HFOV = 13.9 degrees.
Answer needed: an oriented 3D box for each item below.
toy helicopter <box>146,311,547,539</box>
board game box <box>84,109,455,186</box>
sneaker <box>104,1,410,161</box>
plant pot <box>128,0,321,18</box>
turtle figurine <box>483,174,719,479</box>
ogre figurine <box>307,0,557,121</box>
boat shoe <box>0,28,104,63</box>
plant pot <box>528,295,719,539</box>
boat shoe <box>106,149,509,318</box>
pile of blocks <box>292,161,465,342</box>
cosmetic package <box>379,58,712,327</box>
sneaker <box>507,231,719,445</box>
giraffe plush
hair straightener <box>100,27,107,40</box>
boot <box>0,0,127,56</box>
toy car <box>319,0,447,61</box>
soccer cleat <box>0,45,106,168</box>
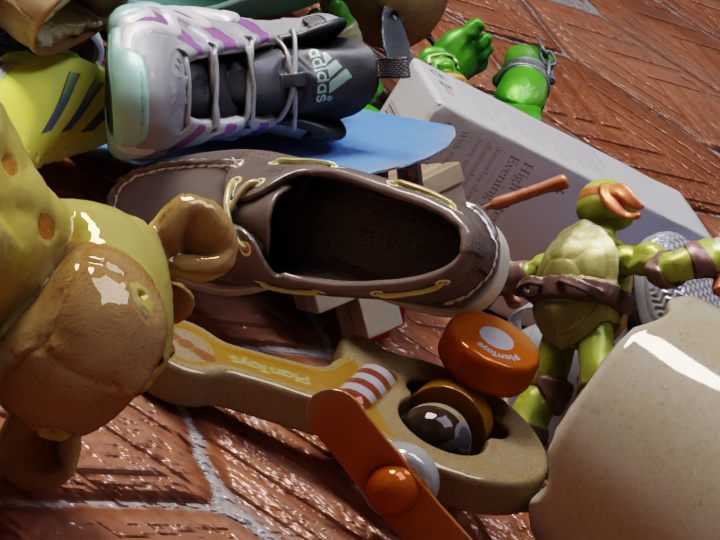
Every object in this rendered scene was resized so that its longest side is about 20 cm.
[{"bbox_3d":[-0.010,0.068,1.313,0.200,0.079,0.132,16,29,-16],"label":"toy helicopter"},{"bbox_3d":[-0.052,-0.051,1.525,0.200,0.039,0.158,13,22,41],"label":"board game box"},{"bbox_3d":[-0.046,-0.097,1.455,0.140,0.078,0.200,2,13,8],"label":"sneaker"},{"bbox_3d":[-0.065,-0.243,1.781,0.200,0.201,0.161,39,13,22],"label":"plant pot"},{"bbox_3d":[0.117,0.021,1.438,0.200,0.162,0.064,-1,-16,39],"label":"turtle figurine"},{"bbox_3d":[0.035,-0.100,1.786,0.200,0.098,0.120,16,29,-30],"label":"ogre figurine"},{"bbox_3d":[-0.211,-0.141,1.524,0.069,0.072,0.200,45,11,36],"label":"boat shoe"},{"bbox_3d":[0.183,0.112,1.304,0.183,0.201,0.200,33,15,22],"label":"plant pot"},{"bbox_3d":[-0.032,-0.021,1.381,0.200,0.072,0.060,11,-9,18],"label":"boat shoe"},{"bbox_3d":[0.000,0.000,1.537,0.200,0.082,0.062,-45,122,-65],"label":"pile of blocks"},{"bbox_3d":[0.093,-0.030,1.696,0.200,0.102,0.074,24,19,-23],"label":"cosmetic package"},{"bbox_3d":[0.146,0.090,1.505,0.075,0.115,0.200,0,71,-61],"label":"sneaker"},{"bbox_3d":[-0.137,0.004,1.085,0.162,0.172,0.200,39,31,-21],"label":"giraffe plush"},{"bbox_3d":[-0.137,-0.133,1.702,0.200,0.041,0.077,30,-6,10],"label":"hair straightener"},{"bbox_3d":[-0.187,-0.194,1.471,0.200,0.066,0.175,36,38,14],"label":"boot"},{"bbox_3d":[-0.005,-0.185,1.928,0.200,0.158,0.164,58,15,18],"label":"toy car"},{"bbox_3d":[-0.171,-0.067,1.408,0.200,0.065,0.084,7,54,-62],"label":"soccer cleat"}]
